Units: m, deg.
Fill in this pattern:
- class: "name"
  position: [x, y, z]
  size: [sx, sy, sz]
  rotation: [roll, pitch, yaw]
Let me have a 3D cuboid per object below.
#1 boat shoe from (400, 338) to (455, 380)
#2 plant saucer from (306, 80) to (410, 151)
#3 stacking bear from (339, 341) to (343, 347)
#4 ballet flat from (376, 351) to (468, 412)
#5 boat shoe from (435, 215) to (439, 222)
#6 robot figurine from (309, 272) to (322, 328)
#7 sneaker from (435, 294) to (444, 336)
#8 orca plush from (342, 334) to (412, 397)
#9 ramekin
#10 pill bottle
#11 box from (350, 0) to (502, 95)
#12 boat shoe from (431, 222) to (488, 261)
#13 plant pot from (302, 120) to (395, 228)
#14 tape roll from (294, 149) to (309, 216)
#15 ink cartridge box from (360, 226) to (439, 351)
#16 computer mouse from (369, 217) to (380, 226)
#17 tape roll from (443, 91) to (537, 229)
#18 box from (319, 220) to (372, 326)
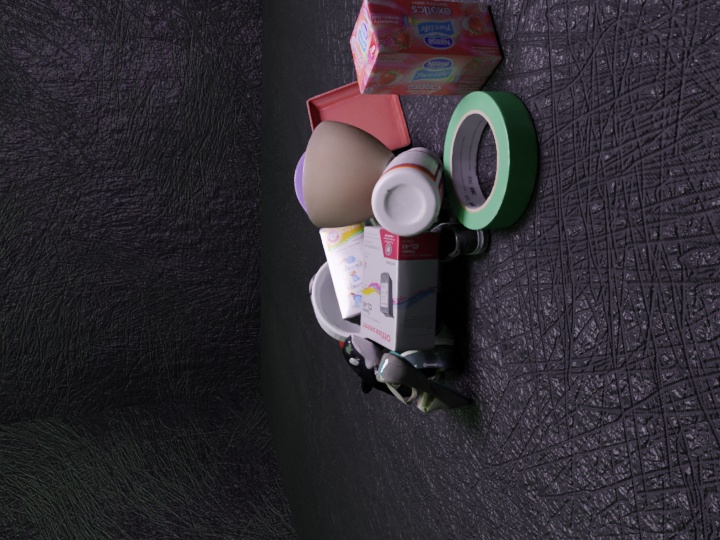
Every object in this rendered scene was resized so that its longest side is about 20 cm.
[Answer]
- class: "boat shoe"
  position: [0.124, 0.185, 1.138]
  size: [0.200, 0.074, 0.062]
  rotation: [136, 139, -57]
- class: "plant saucer"
  position: [-0.004, -0.311, 1.273]
  size: [0.037, 0.198, 0.201]
  rotation: [52, -157, -64]
- class: "stacking bear"
  position: [-0.008, 0.140, 1.491]
  size: [0.201, 0.112, 0.122]
  rotation: [102, 156, -53]
- class: "ballet flat"
  position: [0.103, 0.205, 1.010]
  size: [0.067, 0.199, 0.064]
  rotation: [2, 62, 58]
- class: "boat shoe"
  position: [0.096, -0.132, 1.145]
  size: [0.200, 0.074, 0.063]
  rotation: [-123, 26, -65]
- class: "robot figurine"
  position: [-0.075, 0.087, 1.644]
  size: [0.151, 0.123, 0.201]
  rotation: [108, 151, -44]
- class: "sneaker"
  position: [0.112, 0.079, 1.162]
  size: [0.201, 0.069, 0.091]
  rotation: [-110, 17, -52]
- class: "orca plush"
  position: [0.032, 0.189, 1.064]
  size: [0.071, 0.199, 0.106]
  rotation: [-43, 43, 18]
- class: "ramekin"
  position: [-0.013, 0.068, 1.345]
  size: [0.098, 0.198, 0.203]
  rotation: [112, 149, -69]
- class: "pill bottle"
  position: [0.088, -0.140, 0.996]
  size: [0.200, 0.108, 0.111]
  rotation: [-62, -22, -64]
- class: "box"
  position: [0.095, -0.331, 0.887]
  size: [0.095, 0.198, 0.104]
  rotation: [128, 135, -65]
- class: "boat shoe"
  position: [0.148, -0.052, 1.022]
  size: [0.200, 0.056, 0.069]
  rotation: [170, 95, -72]
- class: "plant pot"
  position: [-0.004, -0.173, 1.105]
  size: [0.200, 0.133, 0.203]
  rotation: [8, -90, -71]
- class: "tape roll"
  position: [-0.047, -0.195, 1.343]
  size: [0.085, 0.198, 0.202]
  rotation: [102, 162, -87]
- class: "ink cartridge box"
  position: [0.066, 0.027, 1.041]
  size: [0.147, 0.085, 0.202]
  rotation: [-163, 75, -65]
- class: "computer mouse"
  position: [0.042, -0.096, 1.230]
  size: [0.110, 0.043, 0.202]
  rotation: [-28, -75, -71]
- class: "tape roll"
  position: [0.188, -0.163, 0.888]
  size: [0.200, 0.048, 0.203]
  rotation: [175, 90, -72]
- class: "box"
  position: [0.000, 0.000, 1.244]
  size: [0.112, 0.100, 0.202]
  rotation: [34, -142, -68]
